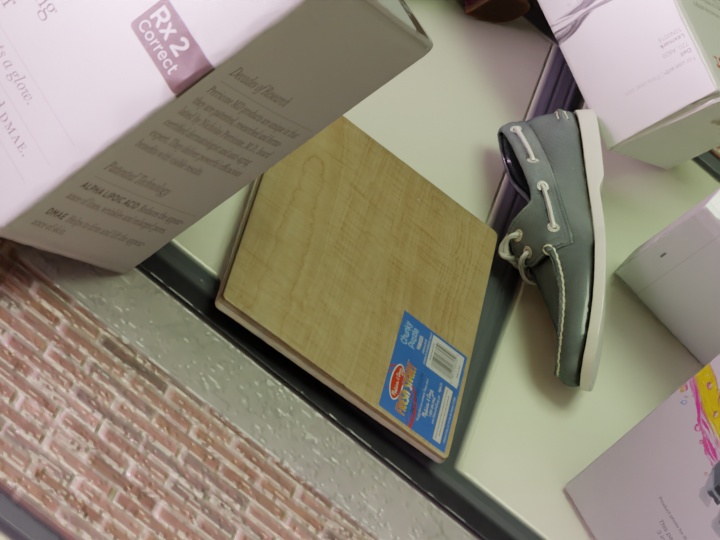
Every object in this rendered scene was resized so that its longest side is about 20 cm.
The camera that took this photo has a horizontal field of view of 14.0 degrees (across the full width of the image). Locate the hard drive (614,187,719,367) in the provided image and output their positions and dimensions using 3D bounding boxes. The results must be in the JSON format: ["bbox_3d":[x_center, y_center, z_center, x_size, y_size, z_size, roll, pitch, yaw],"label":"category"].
[{"bbox_3d":[0.246,0.049,1.703,0.200,0.132,0.026,47,66,-1],"label":"hard drive"}]

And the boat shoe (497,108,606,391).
[{"bbox_3d":[0.109,-0.012,1.688,0.062,0.073,0.200,1,50,0],"label":"boat shoe"}]

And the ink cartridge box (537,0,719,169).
[{"bbox_3d":[0.166,-0.170,1.814,0.201,0.084,0.146,67,18,12],"label":"ink cartridge box"}]

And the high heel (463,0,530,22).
[{"bbox_3d":[0.031,-0.219,1.790,0.200,0.067,0.096,23,49,-54],"label":"high heel"}]

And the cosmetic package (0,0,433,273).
[{"bbox_3d":[-0.105,-0.127,1.397,0.165,0.200,0.165,56,11,15],"label":"cosmetic package"}]

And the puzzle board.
[{"bbox_3d":[0.000,0.000,1.584,0.151,0.017,0.200,37,36,-16],"label":"puzzle board"}]

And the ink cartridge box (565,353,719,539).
[{"bbox_3d":[0.246,0.109,1.573,0.145,0.200,0.145,-9,62,-51],"label":"ink cartridge box"}]
